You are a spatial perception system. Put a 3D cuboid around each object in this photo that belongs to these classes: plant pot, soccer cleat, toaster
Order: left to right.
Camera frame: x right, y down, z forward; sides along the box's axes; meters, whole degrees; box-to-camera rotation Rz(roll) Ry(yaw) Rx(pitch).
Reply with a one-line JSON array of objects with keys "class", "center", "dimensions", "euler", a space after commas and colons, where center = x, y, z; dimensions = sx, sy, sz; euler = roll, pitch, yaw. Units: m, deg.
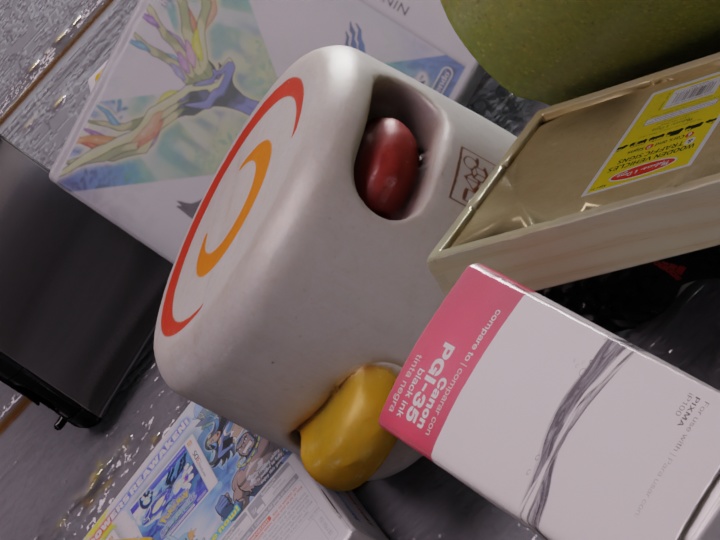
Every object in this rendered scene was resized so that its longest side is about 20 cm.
[{"class": "toaster", "center": [-0.216, -0.009, 1.488], "dimensions": [0.119, 0.181, 0.200], "euler": [-56, 33, -4]}, {"class": "plant pot", "center": [0.133, -0.169, 1.178], "dimensions": [0.184, 0.200, 0.201], "euler": [-41, 33, 46]}, {"class": "soccer cleat", "center": [0.155, -0.029, 1.146], "dimensions": [0.199, 0.068, 0.074], "euler": [-20, 47, 45]}]

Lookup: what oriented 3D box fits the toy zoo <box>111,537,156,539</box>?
[{"class": "toy zoo", "center": [-0.158, 0.200, 1.302], "dimensions": [0.199, 0.020, 0.132], "euler": [-11, 54, 48]}]

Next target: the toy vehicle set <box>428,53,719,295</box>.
[{"class": "toy vehicle set", "center": [0.134, -0.048, 1.088], "dimensions": [0.199, 0.027, 0.124], "euler": [-15, 25, 40]}]

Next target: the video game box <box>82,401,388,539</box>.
[{"class": "video game box", "center": [-0.084, 0.168, 1.294], "dimensions": [0.200, 0.047, 0.182], "euler": [-51, 36, 7]}]

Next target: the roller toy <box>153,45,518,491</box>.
[{"class": "roller toy", "center": [0.000, 0.000, 1.230], "dimensions": [0.183, 0.139, 0.200], "euler": [-62, 14, 3]}]

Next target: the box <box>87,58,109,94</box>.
[{"class": "box", "center": [-0.045, -0.116, 1.437], "dimensions": [0.200, 0.101, 0.113], "euler": [-44, 35, 17]}]

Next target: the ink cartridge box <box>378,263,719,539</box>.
[{"class": "ink cartridge box", "center": [0.121, 0.087, 1.015], "dimensions": [0.083, 0.146, 0.200], "euler": [-57, 33, -1]}]

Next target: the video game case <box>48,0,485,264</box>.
[{"class": "video game case", "center": [-0.046, -0.086, 1.350], "dimensions": [0.182, 0.022, 0.201], "euler": [33, 104, 15]}]
